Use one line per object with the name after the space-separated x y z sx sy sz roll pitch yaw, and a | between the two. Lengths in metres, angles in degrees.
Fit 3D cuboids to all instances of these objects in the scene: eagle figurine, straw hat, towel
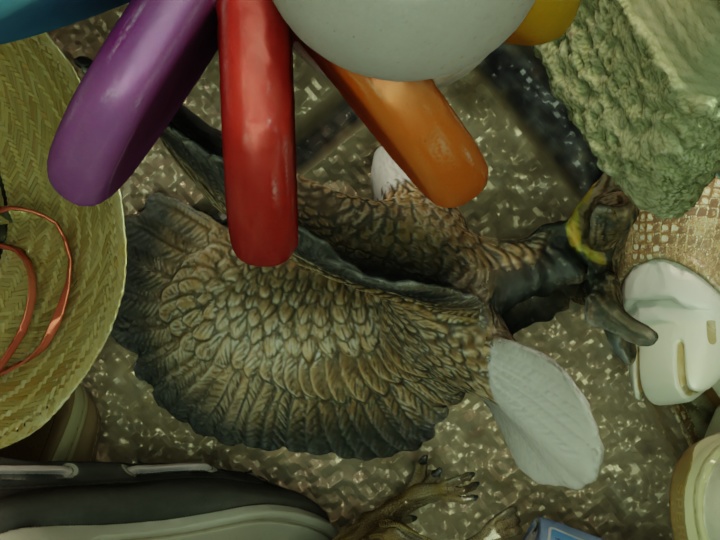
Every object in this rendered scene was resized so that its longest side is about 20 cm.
-0.001 -0.003 0.858 0.199 0.151 0.152 -1 99 -6 | eagle figurine
-0.163 -0.029 0.872 0.201 0.085 0.202 3 99 16 | straw hat
0.080 -0.129 0.760 0.036 0.148 0.200 -10 60 -31 | towel

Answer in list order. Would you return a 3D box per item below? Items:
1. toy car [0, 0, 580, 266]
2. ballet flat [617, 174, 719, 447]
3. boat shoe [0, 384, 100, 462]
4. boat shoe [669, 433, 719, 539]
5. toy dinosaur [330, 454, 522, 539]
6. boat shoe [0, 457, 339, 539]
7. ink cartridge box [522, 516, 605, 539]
-0.041 -0.082 0.722 0.200 0.175 0.150 23 92 0 | toy car
0.140 0.048 0.897 0.070 0.065 0.200 -21 103 47 | ballet flat
-0.144 0.134 0.925 0.064 0.071 0.200 22 93 -40 | boat shoe
0.205 0.076 0.866 0.200 0.066 0.074 -14 97 -33 | boat shoe
-0.003 0.118 0.908 0.101 0.200 0.058 -23 73 -32 | toy dinosaur
-0.086 0.092 0.875 0.067 0.200 0.057 -52 57 25 | boat shoe
0.130 0.192 0.903 0.200 0.076 0.137 22 129 -4 | ink cartridge box
